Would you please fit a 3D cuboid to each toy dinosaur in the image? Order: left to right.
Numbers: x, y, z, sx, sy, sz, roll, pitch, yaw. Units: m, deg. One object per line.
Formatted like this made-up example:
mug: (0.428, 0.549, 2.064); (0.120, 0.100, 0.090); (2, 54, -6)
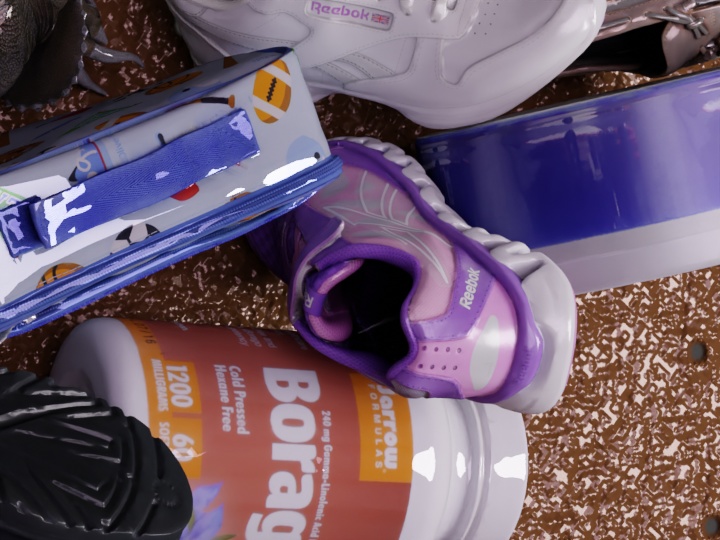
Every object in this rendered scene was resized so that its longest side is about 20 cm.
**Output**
toy dinosaur: (-0.186, -0.089, 0.965); (0.199, 0.077, 0.103); (-31, 96, -26)

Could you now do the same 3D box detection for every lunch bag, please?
lunch bag: (-0.114, -0.025, 0.952); (0.199, 0.160, 0.076); (-26, 100, -25)

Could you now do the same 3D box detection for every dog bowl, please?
dog bowl: (0.127, -0.043, 1.049); (0.199, 0.200, 0.079); (-14, 93, -25)

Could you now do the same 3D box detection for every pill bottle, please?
pill bottle: (-0.032, 0.082, 1.018); (0.199, 0.112, 0.113); (4, 88, -26)

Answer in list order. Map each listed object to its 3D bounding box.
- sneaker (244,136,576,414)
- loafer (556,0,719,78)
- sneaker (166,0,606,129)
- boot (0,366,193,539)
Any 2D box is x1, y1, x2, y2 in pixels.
sneaker: (0.000, 0.000, 0.988); (0.088, 0.200, 0.081); (-7, 116, -36)
loafer: (0.123, -0.111, 1.095); (0.198, 0.072, 0.063); (-4, 64, -6)
sneaker: (0.004, -0.113, 0.988); (0.100, 0.199, 0.075); (59, 38, -49)
boot: (-0.184, 0.116, 0.918); (0.199, 0.077, 0.169); (14, 127, -17)
